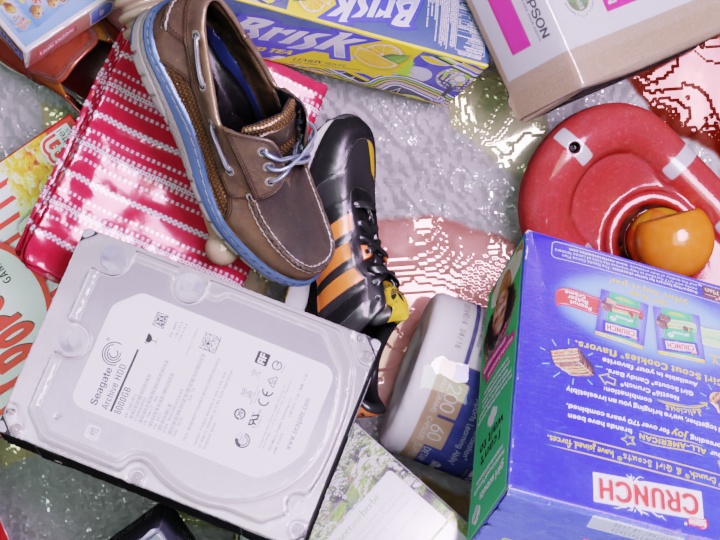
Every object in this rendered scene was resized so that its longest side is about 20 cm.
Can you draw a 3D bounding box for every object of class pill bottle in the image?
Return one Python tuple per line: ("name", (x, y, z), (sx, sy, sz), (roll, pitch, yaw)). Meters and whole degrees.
("pill bottle", (0.122, 0.100, 1.290), (0.199, 0.111, 0.112), (21, 87, -3))

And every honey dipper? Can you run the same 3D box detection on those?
("honey dipper", (-0.117, -0.099, 1.240), (0.038, 0.038, 0.201), (-17, 90, -4))

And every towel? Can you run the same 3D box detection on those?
("towel", (-0.120, -0.064, 1.262), (0.144, 0.022, 0.201), (26, 75, -11))

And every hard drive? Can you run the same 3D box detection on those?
("hard drive", (-0.102, 0.073, 1.185), (0.199, 0.038, 0.141), (21, 74, 6))

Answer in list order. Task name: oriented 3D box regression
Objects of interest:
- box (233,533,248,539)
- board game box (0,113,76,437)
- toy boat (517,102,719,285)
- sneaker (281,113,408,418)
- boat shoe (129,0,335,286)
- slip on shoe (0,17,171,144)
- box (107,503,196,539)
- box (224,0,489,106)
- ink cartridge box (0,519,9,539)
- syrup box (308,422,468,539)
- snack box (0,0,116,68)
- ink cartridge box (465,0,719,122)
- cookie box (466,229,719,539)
("box", (0.014, 0.193, 1.300), (0.198, 0.075, 0.051), (4, 90, -5))
("board game box", (-0.231, 0.015, 1.300), (0.199, 0.046, 0.152), (-35, 91, -4))
("toy boat", (0.197, -0.021, 1.290), (0.200, 0.131, 0.131), (45, 86, -2))
("sneaker", (0.000, 0.000, 1.288), (0.090, 0.070, 0.202), (12, 93, 33))
("boat shoe", (-0.069, -0.079, 1.207), (0.072, 0.072, 0.201), (-45, 110, -37))
("slip on shoe", (-0.193, -0.146, 1.300), (0.200, 0.061, 0.074), (40, 87, -2))
("box", (-0.153, 0.236, 1.222), (0.148, 0.200, 0.107), (-36, 91, -4))
("box", (-0.017, -0.170, 1.277), (0.199, 0.070, 0.065), (13, 66, -20))
("ink cartridge box", (-0.333, 0.156, 1.243), (0.175, 0.084, 0.201), (-24, 90, 17))
("syrup box", (-0.025, 0.139, 1.228), (0.200, 0.082, 0.079), (40, 73, 11))
("snack box", (-0.162, -0.217, 1.291), (0.200, 0.024, 0.072), (-37, 77, -19))
("ink cartridge box", (0.140, -0.221, 1.287), (0.164, 0.075, 0.201), (-25, 91, -35))
("cookie box", (0.160, 0.091, 1.185), (0.170, 0.075, 0.201), (16, 48, -8))
